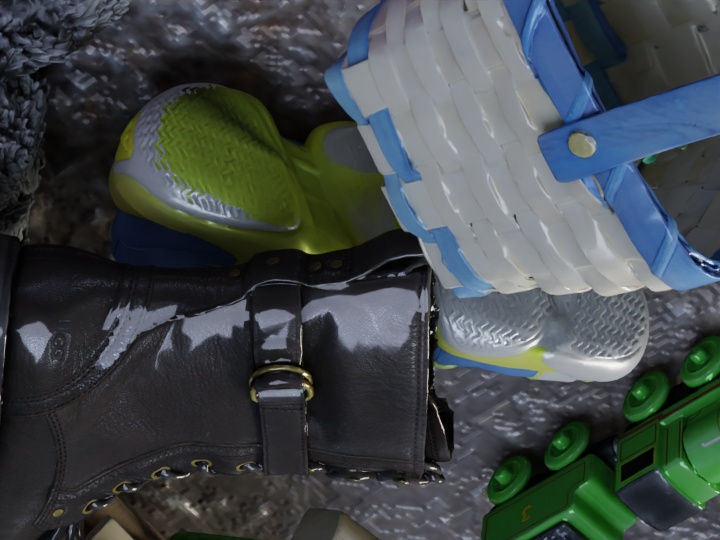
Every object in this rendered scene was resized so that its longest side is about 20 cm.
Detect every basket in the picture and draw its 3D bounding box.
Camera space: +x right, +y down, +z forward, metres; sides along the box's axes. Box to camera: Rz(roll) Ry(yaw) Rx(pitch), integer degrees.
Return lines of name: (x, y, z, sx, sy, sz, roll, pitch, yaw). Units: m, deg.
basket: (0.106, -0.079, 0.854, 0.200, 0.176, 0.139, -24, 105, 43)

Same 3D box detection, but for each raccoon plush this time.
raccoon plush: (-0.117, -0.024, 0.994, 0.200, 0.097, 0.134, -26, 130, 27)

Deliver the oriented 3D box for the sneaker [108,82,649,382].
sneaker: (0.000, 0.000, 1.017, 0.200, 0.076, 0.105, 24, 146, -10)

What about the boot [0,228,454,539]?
boot: (-0.055, 0.060, 0.975, 0.174, 0.069, 0.200, 3, 136, -3)

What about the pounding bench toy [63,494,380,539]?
pounding bench toy: (-0.081, 0.146, 1.105, 0.200, 0.156, 0.124, -41, 119, 0)

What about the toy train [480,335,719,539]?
toy train: (0.122, 0.062, 1.050, 0.200, 0.056, 0.042, -34, 119, 32)
